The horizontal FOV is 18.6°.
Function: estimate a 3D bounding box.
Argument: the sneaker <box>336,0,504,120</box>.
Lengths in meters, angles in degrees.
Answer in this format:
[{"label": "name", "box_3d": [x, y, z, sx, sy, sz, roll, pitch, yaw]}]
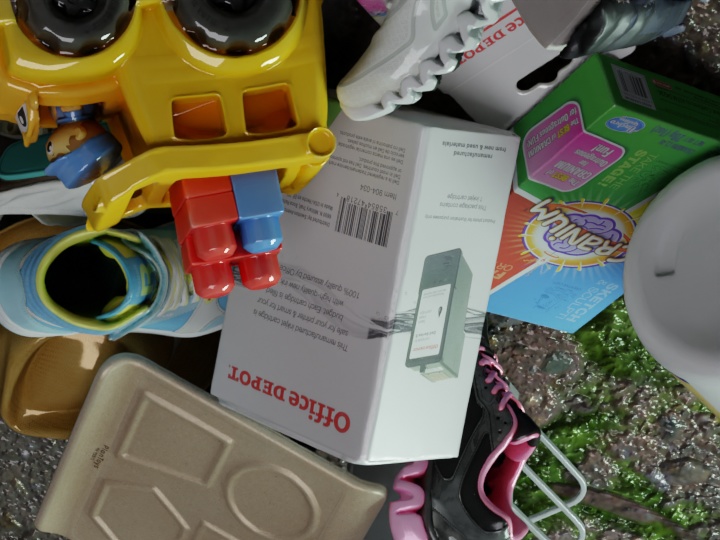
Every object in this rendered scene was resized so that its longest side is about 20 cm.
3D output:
[{"label": "sneaker", "box_3d": [0.050, -0.166, 1.189, 0.081, 0.075, 0.200, 40, 106, -11]}]

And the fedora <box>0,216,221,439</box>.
[{"label": "fedora", "box_3d": [-0.186, 0.055, 1.452, 0.200, 0.082, 0.201, 4, 129, 5]}]

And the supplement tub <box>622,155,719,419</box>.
[{"label": "supplement tub", "box_3d": [0.256, 0.029, 1.320, 0.145, 0.145, 0.200, -18, 152, 22]}]

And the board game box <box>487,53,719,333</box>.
[{"label": "board game box", "box_3d": [0.136, -0.042, 1.339, 0.153, 0.040, 0.200, 14, 139, -36]}]

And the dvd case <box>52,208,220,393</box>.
[{"label": "dvd case", "box_3d": [-0.124, 0.023, 1.488, 0.150, 0.025, 0.200, 1, 130, 8]}]

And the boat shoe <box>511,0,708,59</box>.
[{"label": "boat shoe", "box_3d": [0.101, -0.193, 1.114, 0.093, 0.200, 0.075, -8, 153, -37]}]

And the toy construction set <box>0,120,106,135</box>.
[{"label": "toy construction set", "box_3d": [-0.143, -0.092, 1.363, 0.200, 0.092, 0.131, 5, 155, 14]}]

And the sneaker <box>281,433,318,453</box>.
[{"label": "sneaker", "box_3d": [-0.013, 0.053, 1.444, 0.078, 0.082, 0.200, 16, 122, -24]}]

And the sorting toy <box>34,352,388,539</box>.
[{"label": "sorting toy", "box_3d": [-0.099, 0.152, 1.438, 0.200, 0.036, 0.185, 26, 131, -1]}]

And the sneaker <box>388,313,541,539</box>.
[{"label": "sneaker", "box_3d": [0.076, 0.092, 1.410, 0.095, 0.200, 0.079, -9, 159, 33]}]

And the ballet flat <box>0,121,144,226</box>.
[{"label": "ballet flat", "box_3d": [-0.215, -0.051, 1.331, 0.200, 0.069, 0.069, 0, 130, 24]}]

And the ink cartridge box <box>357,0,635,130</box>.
[{"label": "ink cartridge box", "box_3d": [0.059, -0.185, 1.261, 0.117, 0.067, 0.200, -31, 118, 27]}]

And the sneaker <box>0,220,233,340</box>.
[{"label": "sneaker", "box_3d": [-0.119, 0.005, 1.341, 0.200, 0.131, 0.080, -9, 91, -21]}]

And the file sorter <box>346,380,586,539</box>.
[{"label": "file sorter", "box_3d": [0.073, 0.206, 1.494, 0.139, 0.200, 0.125, -27, 122, 27]}]

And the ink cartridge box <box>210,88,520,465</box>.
[{"label": "ink cartridge box", "box_3d": [0.000, 0.000, 1.306, 0.084, 0.145, 0.200, 2, 102, -43]}]

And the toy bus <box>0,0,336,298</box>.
[{"label": "toy bus", "box_3d": [-0.111, -0.079, 1.220, 0.200, 0.192, 0.136, -7, 173, -13]}]
